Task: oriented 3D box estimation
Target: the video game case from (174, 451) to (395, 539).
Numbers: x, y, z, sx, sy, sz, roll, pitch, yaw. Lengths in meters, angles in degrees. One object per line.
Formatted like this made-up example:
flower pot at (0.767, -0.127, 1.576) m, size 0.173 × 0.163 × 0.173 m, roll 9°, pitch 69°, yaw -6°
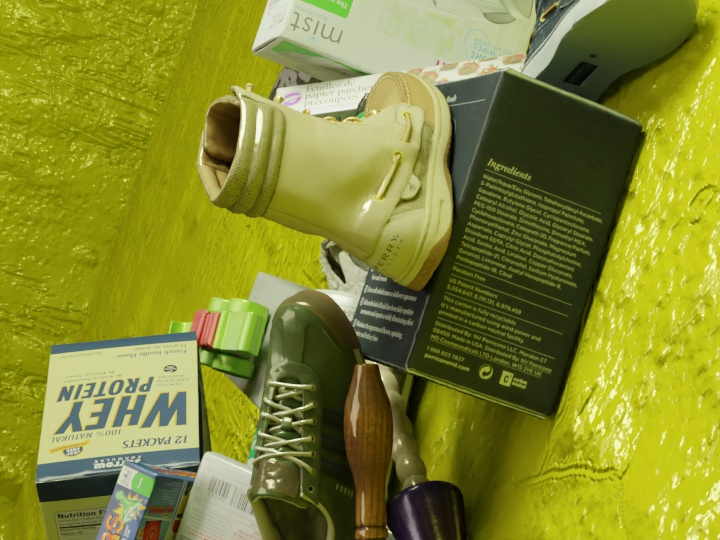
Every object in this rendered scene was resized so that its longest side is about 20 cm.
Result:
video game case at (-0.059, 0.249, 1.128) m, size 0.023 × 0.199 × 0.183 m, roll 21°, pitch -93°, yaw -62°

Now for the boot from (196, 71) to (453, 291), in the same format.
boot at (-0.023, -0.083, 1.001) m, size 0.201 × 0.154 × 0.073 m, roll -90°, pitch 26°, yaw -49°

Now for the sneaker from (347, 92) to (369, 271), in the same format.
sneaker at (0.004, -0.051, 1.189) m, size 0.200 × 0.078 × 0.086 m, roll 90°, pitch -155°, yaw -63°

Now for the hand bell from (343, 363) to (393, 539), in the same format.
hand bell at (0.006, 0.160, 1.002) m, size 0.104 × 0.103 × 0.202 m, roll 154°, pitch 115°, yaw -67°

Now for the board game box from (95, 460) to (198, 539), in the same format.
board game box at (-0.136, 0.226, 1.224) m, size 0.034 × 0.200 × 0.136 m, roll 18°, pitch 86°, yaw 30°

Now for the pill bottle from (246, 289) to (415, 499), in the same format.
pill bottle at (-0.025, 0.126, 1.221) m, size 0.113 × 0.112 × 0.201 m, roll 150°, pitch 137°, yaw -66°

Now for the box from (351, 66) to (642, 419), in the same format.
box at (0.083, -0.019, 1.049) m, size 0.148 × 0.106 × 0.201 m, roll -170°, pitch 98°, yaw -74°

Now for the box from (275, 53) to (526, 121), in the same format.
box at (0.033, -0.127, 1.203) m, size 0.042 × 0.198 × 0.039 m, roll 72°, pitch -164°, yaw -45°

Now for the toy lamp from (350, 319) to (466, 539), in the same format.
toy lamp at (0.029, 0.120, 1.099) m, size 0.058 × 0.058 × 0.201 m, roll -58°, pitch 38°, yaw 36°

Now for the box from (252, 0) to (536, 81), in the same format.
box at (0.037, -0.225, 1.267) m, size 0.178 × 0.199 × 0.097 m, roll -72°, pitch 17°, yaw -7°

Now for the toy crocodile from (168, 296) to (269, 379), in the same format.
toy crocodile at (-0.129, 0.058, 1.445) m, size 0.200 × 0.061 × 0.068 m, roll 178°, pitch 108°, yaw -72°

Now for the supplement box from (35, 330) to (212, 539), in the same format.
supplement box at (-0.196, 0.194, 1.371) m, size 0.200 × 0.133 × 0.201 m, roll -102°, pitch 7°, yaw -58°

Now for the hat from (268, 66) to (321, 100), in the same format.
hat at (0.007, -0.119, 1.420) m, size 0.199 × 0.081 × 0.202 m, roll -10°, pitch 67°, yaw 23°

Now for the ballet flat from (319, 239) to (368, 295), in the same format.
ballet flat at (0.000, 0.000, 1.339) m, size 0.200 × 0.071 × 0.072 m, roll -160°, pitch 89°, yaw -74°

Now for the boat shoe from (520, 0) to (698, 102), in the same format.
boat shoe at (0.159, -0.177, 1.042) m, size 0.200 × 0.070 × 0.092 m, roll 141°, pitch 141°, yaw -65°

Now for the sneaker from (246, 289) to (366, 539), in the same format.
sneaker at (-0.037, 0.121, 1.036) m, size 0.090 × 0.067 × 0.202 m, roll -33°, pitch -58°, yaw -58°

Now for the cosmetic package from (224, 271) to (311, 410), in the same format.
cosmetic package at (-0.058, 0.073, 1.451) m, size 0.200 × 0.081 × 0.114 m, roll -152°, pitch 81°, yaw -72°
